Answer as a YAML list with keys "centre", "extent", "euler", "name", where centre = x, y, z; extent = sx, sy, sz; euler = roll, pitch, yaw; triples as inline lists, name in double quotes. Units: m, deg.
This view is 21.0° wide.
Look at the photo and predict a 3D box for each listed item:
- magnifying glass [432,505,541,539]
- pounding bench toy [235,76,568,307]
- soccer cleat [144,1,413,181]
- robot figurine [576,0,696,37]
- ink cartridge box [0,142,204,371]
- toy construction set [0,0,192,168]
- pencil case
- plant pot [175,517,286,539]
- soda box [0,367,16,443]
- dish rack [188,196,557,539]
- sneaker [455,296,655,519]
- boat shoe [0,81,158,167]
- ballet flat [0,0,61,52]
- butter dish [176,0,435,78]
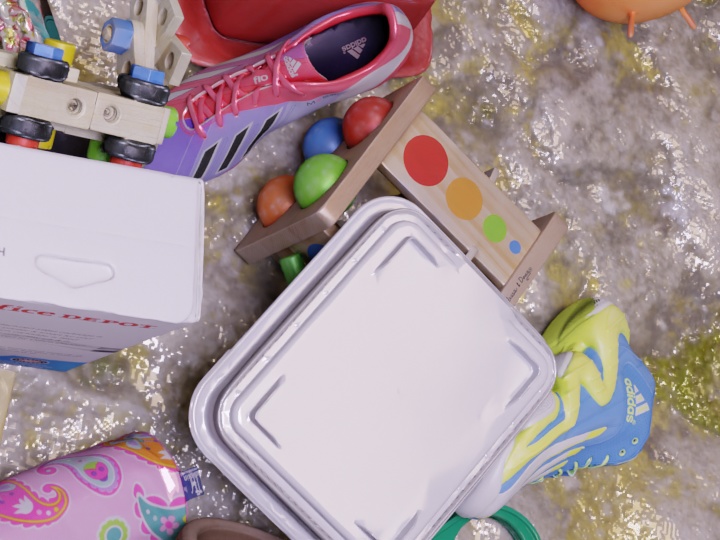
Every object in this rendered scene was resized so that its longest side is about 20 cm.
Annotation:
- centre: [0.036, 0.197, 1.272]
  extent: [0.199, 0.022, 0.080]
  euler: [0, 79, -32]
  name: "magnifying glass"
- centre: [0.000, 0.000, 1.233]
  extent: [0.156, 0.124, 0.200]
  euler: [44, 62, -14]
  name: "pounding bench toy"
- centre: [-0.059, -0.114, 1.217]
  extent: [0.199, 0.076, 0.067]
  euler: [-25, 82, -2]
  name: "soccer cleat"
- centre: [0.193, -0.268, 1.411]
  extent: [0.116, 0.144, 0.201]
  euler: [-16, 86, 3]
  name: "robot figurine"
- centre: [-0.192, -0.003, 1.078]
  extent: [0.146, 0.200, 0.086]
  euler: [10, 74, -28]
  name: "ink cartridge box"
- centre: [-0.175, -0.106, 1.062]
  extent: [0.199, 0.131, 0.093]
  euler: [-6, 107, -32]
  name: "toy construction set"
- centre: [-0.190, 0.159, 1.111]
  extent: [0.200, 0.087, 0.088]
  euler: [-19, 88, -34]
  name: "pencil case"
- centre: [-0.056, 0.267, 1.106]
  extent: [0.200, 0.200, 0.175]
  euler: [27, 96, -22]
  name: "plant pot"
- centre: [-0.299, 0.067, 1.081]
  extent: [0.199, 0.064, 0.068]
  euler: [18, 70, -25]
  name: "soda box"
- centre: [0.017, 0.072, 1.145]
  extent: [0.172, 0.044, 0.200]
  euler: [45, 73, -12]
  name: "dish rack"
- centre: [0.144, 0.113, 1.319]
  extent: [0.105, 0.076, 0.200]
  euler: [47, 60, -13]
  name: "sneaker"
- centre: [-0.216, -0.072, 1.121]
  extent: [0.199, 0.065, 0.072]
  euler: [-1, 100, -6]
  name: "boat shoe"
- centre: [-0.218, -0.152, 1.184]
  extent: [0.064, 0.076, 0.201]
  euler: [-20, 90, 0]
  name: "ballet flat"
- centre: [-0.016, -0.238, 1.265]
  extent: [0.199, 0.148, 0.200]
  euler: [0, 80, -30]
  name: "butter dish"
